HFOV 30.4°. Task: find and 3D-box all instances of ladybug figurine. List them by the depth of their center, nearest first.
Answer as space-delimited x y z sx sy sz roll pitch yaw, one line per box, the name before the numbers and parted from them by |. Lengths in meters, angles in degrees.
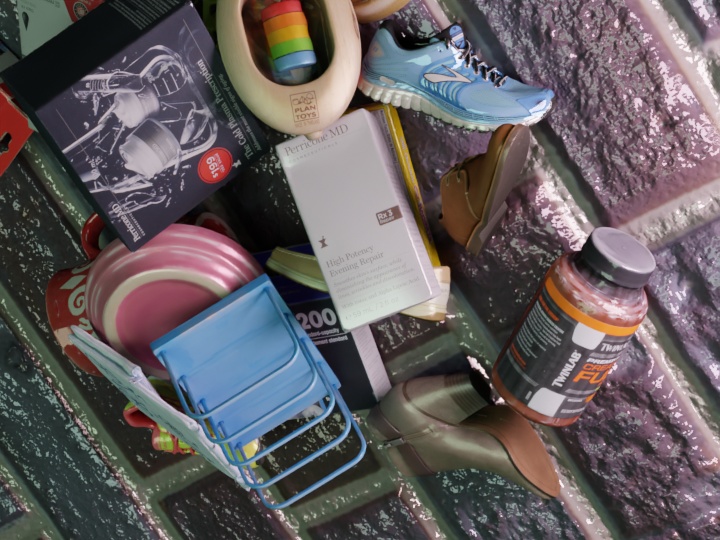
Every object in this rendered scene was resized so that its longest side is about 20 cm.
ladybug figurine | -0.070 -0.222 1.291 0.135 0.072 0.200 -10 86 -4

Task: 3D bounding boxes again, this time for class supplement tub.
supplement tub | 0.217 0.055 1.332 0.107 0.107 0.200 31 122 8

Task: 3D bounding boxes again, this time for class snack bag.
snack bag | -0.211 0.149 1.427 0.200 0.021 0.189 31 163 30

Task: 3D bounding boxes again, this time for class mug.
mug | -0.243 0.004 1.488 0.200 0.133 0.178 -24 95 22

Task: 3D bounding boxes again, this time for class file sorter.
file sorter | -0.098 0.134 1.371 0.139 0.123 0.200 -31 136 0

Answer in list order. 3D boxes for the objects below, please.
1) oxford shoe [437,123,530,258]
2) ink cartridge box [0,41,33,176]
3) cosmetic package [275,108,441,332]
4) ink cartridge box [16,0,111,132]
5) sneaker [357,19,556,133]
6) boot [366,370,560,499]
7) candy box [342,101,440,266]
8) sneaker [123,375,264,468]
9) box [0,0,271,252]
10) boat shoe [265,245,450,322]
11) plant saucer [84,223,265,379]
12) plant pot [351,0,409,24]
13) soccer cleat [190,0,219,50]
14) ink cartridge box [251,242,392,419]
oxford shoe | 0.113 -0.084 1.298 0.071 0.071 0.200 34 150 9
ink cartridge box | -0.450 -0.210 1.522 0.200 0.067 0.116 45 123 -1
cosmetic package | -0.001 -0.050 1.324 0.101 0.074 0.200 -22 88 10
ink cartridge box | -0.284 -0.228 1.402 0.144 0.084 0.200 26 129 32
sneaker | 0.094 -0.192 1.289 0.200 0.078 0.090 17 113 13
boot | 0.108 0.195 1.464 0.146 0.070 0.200 -30 103 31
candy box | 0.013 -0.076 1.407 0.102 0.026 0.200 -8 110 23
sneaker | -0.198 0.190 1.557 0.200 0.090 0.078 23 135 34
box | -0.218 -0.155 1.315 0.104 0.182 0.200 42 166 45
boat shoe | 0.000 0.000 1.398 0.200 0.074 0.067 15 90 9
plant saucer | -0.193 0.044 1.401 0.200 0.051 0.201 0 126 0
plant pot | -0.022 -0.337 1.299 0.200 0.027 0.200 9 117 19
soccer cleat | -0.174 -0.288 1.374 0.081 0.067 0.200 -3 117 49
ink cartridge box | -0.085 0.074 1.512 0.198 0.043 0.200 -11 108 28
